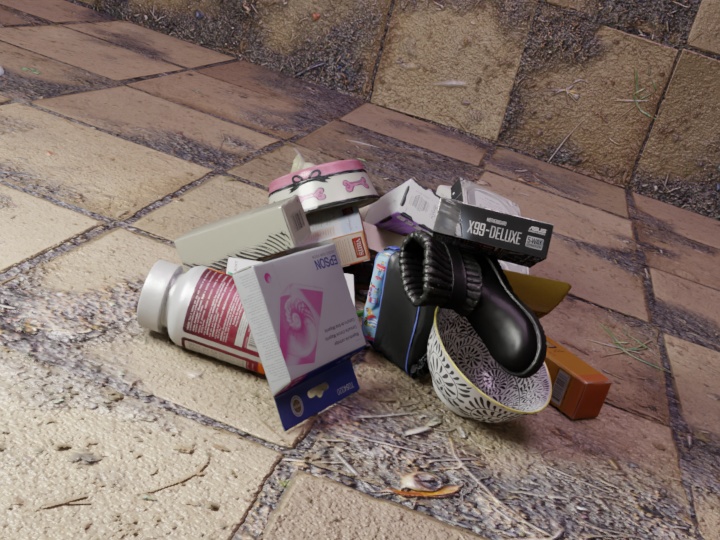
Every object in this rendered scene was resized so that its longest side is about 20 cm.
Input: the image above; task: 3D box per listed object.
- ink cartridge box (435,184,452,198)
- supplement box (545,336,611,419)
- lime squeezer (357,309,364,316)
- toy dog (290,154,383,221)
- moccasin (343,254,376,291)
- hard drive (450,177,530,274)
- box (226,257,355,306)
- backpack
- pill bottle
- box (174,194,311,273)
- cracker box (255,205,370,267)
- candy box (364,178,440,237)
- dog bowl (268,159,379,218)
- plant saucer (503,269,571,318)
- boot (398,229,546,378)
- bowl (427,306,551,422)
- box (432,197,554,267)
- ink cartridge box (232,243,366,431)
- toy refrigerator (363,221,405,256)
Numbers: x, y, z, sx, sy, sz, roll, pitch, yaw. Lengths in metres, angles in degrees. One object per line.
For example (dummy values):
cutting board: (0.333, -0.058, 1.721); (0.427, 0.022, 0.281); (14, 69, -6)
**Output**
ink cartridge box: (0.221, -0.064, 1.937); (0.083, 0.148, 0.200); (3, 23, -38)
supplement box: (0.292, 0.152, 1.521); (0.066, 0.070, 0.200); (3, 25, -38)
lime squeezer: (-0.057, 0.072, 1.509); (0.197, 0.039, 0.070); (4, -9, -32)
toy dog: (-0.045, -0.127, 1.880); (0.197, 0.142, 0.194); (19, -3, -17)
moccasin: (0.000, -0.002, 1.675); (0.198, 0.075, 0.078); (4, -9, 19)
hard drive: (0.227, -0.058, 1.696); (0.138, 0.038, 0.203); (22, 46, -24)
box: (-0.105, 0.047, 1.435); (0.196, 0.037, 0.145); (7, 36, -8)
backpack: (0.119, 0.049, 1.470); (0.198, 0.186, 0.134); (-9, 26, -41)
pill bottle: (-0.188, 0.059, 1.294); (0.197, 0.111, 0.110); (18, 19, 3)
box: (-0.183, -0.051, 1.513); (0.197, 0.069, 0.082); (-16, 11, 23)
cracker box: (-0.087, -0.039, 1.606); (0.196, 0.059, 0.134); (-15, 21, 2)
candy box: (0.123, -0.069, 1.784); (0.198, 0.073, 0.167); (29, -22, -16)
dog bowl: (-0.070, -0.133, 1.672); (0.196, 0.075, 0.200); (-15, -2, 0)
plant saucer: (0.223, 0.057, 1.631); (0.196, 0.049, 0.200); (11, -22, -15)
boot: (0.142, 0.046, 1.278); (0.156, 0.080, 0.213); (15, 35, -42)
bowl: (0.159, 0.140, 1.350); (0.198, 0.094, 0.202); (27, 35, -20)
box: (0.180, -0.050, 1.366); (0.155, 0.051, 0.200); (14, -2, 5)
ink cartridge box: (-0.064, 0.077, 1.241); (0.043, 0.203, 0.196); (-20, 0, 30)
toy refrigerator: (0.045, -0.025, 1.753); (0.197, 0.077, 0.070); (19, 45, 8)
